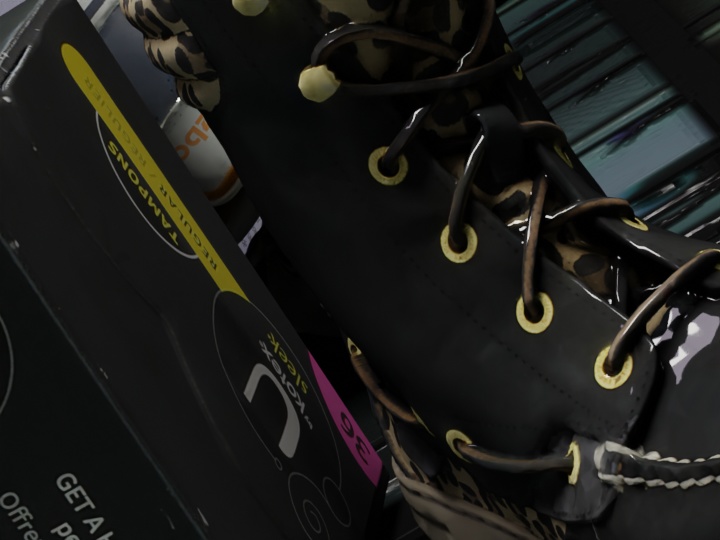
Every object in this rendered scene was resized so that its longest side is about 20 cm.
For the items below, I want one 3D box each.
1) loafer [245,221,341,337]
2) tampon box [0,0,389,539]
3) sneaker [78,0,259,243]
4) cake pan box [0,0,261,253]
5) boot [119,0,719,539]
[{"bbox_3d":[0.000,0.000,0.778,0.063,0.072,0.200,-51,8,-3],"label":"loafer"},{"bbox_3d":[-0.118,0.058,0.618,0.199,0.150,0.126,-28,16,16],"label":"tampon box"},{"bbox_3d":[-0.066,-0.031,0.806,0.079,0.079,0.200,-57,1,-6],"label":"sneaker"},{"bbox_3d":[-0.126,-0.047,0.916,0.184,0.201,0.052,-39,20,-30],"label":"cake pan box"},{"bbox_3d":[0.032,-0.014,0.529,0.073,0.151,0.200,-36,13,-19],"label":"boot"}]
